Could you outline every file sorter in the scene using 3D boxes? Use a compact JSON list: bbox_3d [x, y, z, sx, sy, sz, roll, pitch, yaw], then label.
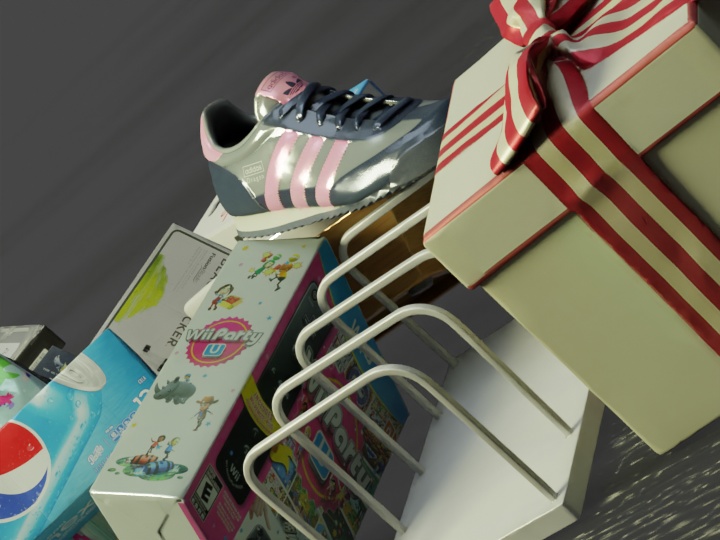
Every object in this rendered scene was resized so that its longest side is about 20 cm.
[{"bbox_3d":[0.042,0.051,1.033,0.139,0.124,0.201,-35,21,36],"label":"file sorter"}]

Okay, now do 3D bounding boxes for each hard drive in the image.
[{"bbox_3d":[-0.397,0.121,2.117,0.140,0.038,0.200,-53,17,-16],"label":"hard drive"}]

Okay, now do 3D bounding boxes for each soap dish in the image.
[{"bbox_3d":[0.000,0.000,1.237,0.200,0.082,0.157,-37,-10,35],"label":"soap dish"}]

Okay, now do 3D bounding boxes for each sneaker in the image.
[{"bbox_3d":[-0.020,-0.075,1.084,0.199,0.082,0.070,-16,17,44],"label":"sneaker"}]

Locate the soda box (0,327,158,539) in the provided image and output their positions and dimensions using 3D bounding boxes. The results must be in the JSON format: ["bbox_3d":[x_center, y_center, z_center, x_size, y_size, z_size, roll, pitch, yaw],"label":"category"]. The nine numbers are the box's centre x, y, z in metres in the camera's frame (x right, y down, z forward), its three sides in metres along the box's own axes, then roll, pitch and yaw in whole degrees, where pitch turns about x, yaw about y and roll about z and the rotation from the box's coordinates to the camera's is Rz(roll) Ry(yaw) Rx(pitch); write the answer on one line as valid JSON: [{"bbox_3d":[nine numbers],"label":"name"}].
[{"bbox_3d":[-0.193,0.129,1.152,0.200,0.064,0.068,-44,-12,-6],"label":"soda box"}]

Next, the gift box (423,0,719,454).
[{"bbox_3d":[0.148,-0.067,0.920,0.200,0.187,0.185,-42,18,23],"label":"gift box"}]

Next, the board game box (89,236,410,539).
[{"bbox_3d":[-0.054,0.101,1.102,0.064,0.148,0.201,-3,41,29],"label":"board game box"}]

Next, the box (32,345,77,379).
[{"bbox_3d":[-0.271,0.178,1.503,0.201,0.051,0.158,-65,-3,38],"label":"box"}]

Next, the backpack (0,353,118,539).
[{"bbox_3d":[-0.203,0.155,1.274,0.178,0.199,0.151,86,-151,-53],"label":"backpack"}]

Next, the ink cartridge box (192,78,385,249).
[{"bbox_3d":[-0.051,-0.063,1.608,0.200,0.068,0.116,-26,27,51],"label":"ink cartridge box"}]

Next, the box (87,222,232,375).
[{"bbox_3d":[-0.131,0.072,1.359,0.117,0.060,0.200,-58,-12,-29],"label":"box"}]
